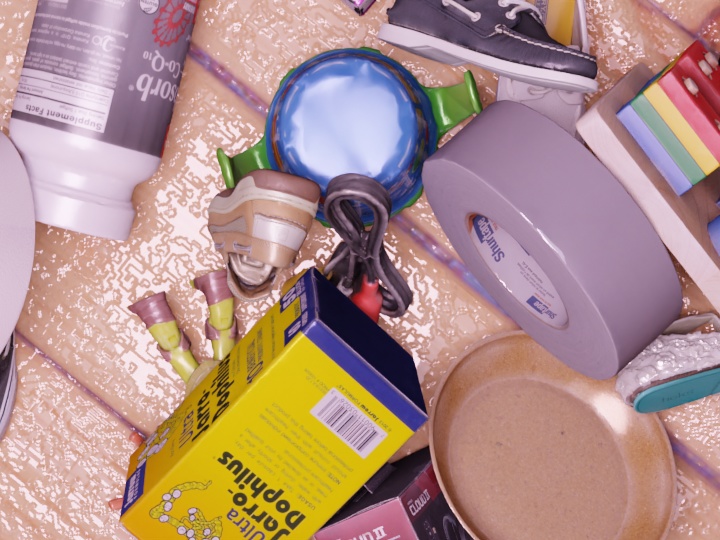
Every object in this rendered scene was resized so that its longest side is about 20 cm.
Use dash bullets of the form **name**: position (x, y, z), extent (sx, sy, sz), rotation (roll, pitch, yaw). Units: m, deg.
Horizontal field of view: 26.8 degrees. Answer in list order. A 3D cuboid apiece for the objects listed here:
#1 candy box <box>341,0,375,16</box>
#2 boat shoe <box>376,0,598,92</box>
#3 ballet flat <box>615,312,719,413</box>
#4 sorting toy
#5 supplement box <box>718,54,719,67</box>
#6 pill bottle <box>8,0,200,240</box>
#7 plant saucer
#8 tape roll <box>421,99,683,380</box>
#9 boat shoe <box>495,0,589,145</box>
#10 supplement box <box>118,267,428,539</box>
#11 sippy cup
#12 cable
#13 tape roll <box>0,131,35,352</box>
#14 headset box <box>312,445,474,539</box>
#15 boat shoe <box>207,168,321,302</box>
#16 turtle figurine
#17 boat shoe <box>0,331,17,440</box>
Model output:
- **candy box**: position (-0.031, -0.309, 1.127), extent (0.200, 0.061, 0.137), rotation (41, 92, 0)
- **boat shoe**: position (0.091, -0.173, 1.078), extent (0.199, 0.075, 0.061), rotation (22, 97, 38)
- **ballet flat**: position (0.284, 0.057, 1.130), extent (0.197, 0.072, 0.073), rotation (-8, 91, -5)
- **sorting toy**: position (0.254, -0.063, 1.054), extent (0.069, 0.200, 0.199), rotation (-38, 91, 25)
- **supplement box**: position (0.375, -0.164, 1.099), extent (0.198, 0.110, 0.087), rotation (16, 92, 1)
- **pill bottle**: position (-0.192, -0.131, 1.106), extent (0.114, 0.116, 0.203), rotation (14, 92, 0)
- **plant saucer**: position (0.136, 0.141, 1.108), extent (0.198, 0.036, 0.202), rotation (10, 58, -16)
- **tape roll**: position (0.131, -0.020, 1.057), extent (0.066, 0.200, 0.201), rotation (-41, 90, -11)
- **boat shoe**: position (0.139, -0.152, 1.123), extent (0.070, 0.070, 0.203), rotation (4, 91, 1)
- **supplement box**: position (-0.062, 0.117, 1.054), extent (0.109, 0.109, 0.200), rotation (41, 101, -15)
- **sippy cup**: position (-0.008, -0.100, 1.097), extent (0.139, 0.130, 0.179), rotation (37, 91, -1)
- **cable**: position (0.000, 0.000, 1.080), extent (0.096, 0.200, 0.051), rotation (20, 67, -3)
- **tape roll**: position (-0.309, -0.012, 1.091), extent (0.201, 0.037, 0.206), rotation (-9, 76, 39)
- **headset box**: position (0.052, 0.224, 1.088), extent (0.077, 0.149, 0.202), rotation (-26, 92, 20)
- **boat shoe**: position (-0.076, -0.016, 1.062), extent (0.071, 0.200, 0.077), rotation (12, 80, -7)
- **turtle figurine**: position (-0.119, 0.091, 1.135), extent (0.198, 0.064, 0.163), rotation (-21, 91, 1)
- **boat shoe**: position (-0.296, 0.045, 1.133), extent (0.071, 0.071, 0.203), rotation (5, 92, 1)
